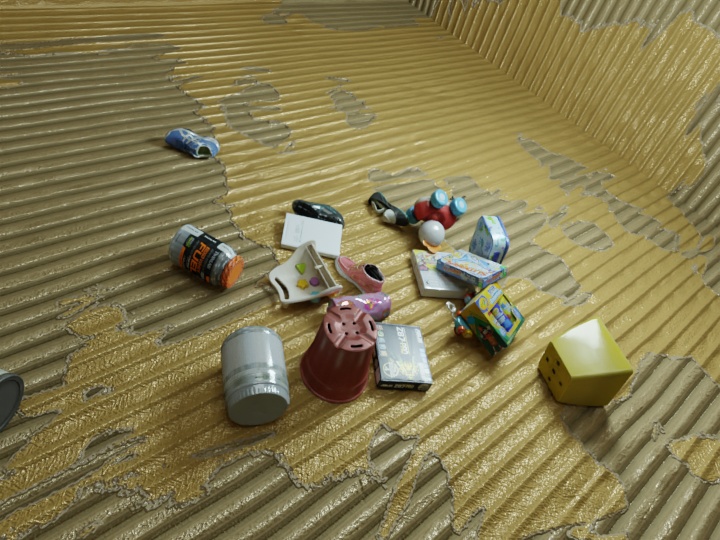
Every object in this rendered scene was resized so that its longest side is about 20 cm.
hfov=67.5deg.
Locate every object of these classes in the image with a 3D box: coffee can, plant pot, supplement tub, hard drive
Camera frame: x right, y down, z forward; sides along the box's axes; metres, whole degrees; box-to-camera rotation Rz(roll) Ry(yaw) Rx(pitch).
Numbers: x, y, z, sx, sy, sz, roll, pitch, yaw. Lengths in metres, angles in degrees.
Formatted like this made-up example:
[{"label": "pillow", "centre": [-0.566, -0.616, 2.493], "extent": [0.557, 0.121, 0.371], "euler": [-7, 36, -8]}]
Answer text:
[{"label": "coffee can", "centre": [-0.839, 0.250, 1.118], "extent": [0.196, 0.148, 0.148], "euler": [22, 43, 1]}, {"label": "plant pot", "centre": [-0.047, 0.211, 1.427], "extent": [0.196, 0.198, 0.204], "euler": [11, 44, -11]}, {"label": "supplement tub", "centre": [-0.447, -0.038, 1.570], "extent": [0.197, 0.124, 0.123], "euler": [27, 43, 7]}, {"label": "plant pot", "centre": [0.662, 0.291, 1.637], "extent": [0.172, 0.203, 0.203], "euler": [-8, 49, -13]}, {"label": "hard drive", "centre": [-0.163, -0.117, 1.812], "extent": [0.195, 0.026, 0.134], "euler": [12, 55, -10]}]

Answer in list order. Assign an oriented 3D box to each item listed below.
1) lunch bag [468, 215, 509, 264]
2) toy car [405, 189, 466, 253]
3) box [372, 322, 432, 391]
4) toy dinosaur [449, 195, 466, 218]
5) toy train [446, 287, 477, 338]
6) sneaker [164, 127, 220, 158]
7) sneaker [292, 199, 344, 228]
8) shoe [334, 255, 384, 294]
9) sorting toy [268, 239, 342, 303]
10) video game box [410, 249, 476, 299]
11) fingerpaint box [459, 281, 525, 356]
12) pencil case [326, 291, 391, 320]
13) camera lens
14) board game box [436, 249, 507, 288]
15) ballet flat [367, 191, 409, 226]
[{"label": "lunch bag", "centre": [0.450, -0.076, 1.897], "extent": [0.080, 0.203, 0.163], "euler": [1, 44, -10]}, {"label": "toy car", "centre": [0.270, -0.150, 1.935], "extent": [0.174, 0.183, 0.205], "euler": [15, 66, -29]}, {"label": "box", "centre": [0.113, 0.248, 1.560], "extent": [0.157, 0.050, 0.203], "euler": [9, 44, -17]}, {"label": "toy dinosaur", "centre": [0.365, -0.235, 2.129], "extent": [0.198, 0.077, 0.103], "euler": [-27, 73, -44]}, {"label": "toy train", "centre": [0.335, 0.143, 1.723], "extent": [0.198, 0.056, 0.152], "euler": [-14, 69, -49]}, {"label": "sneaker", "centre": [-0.611, -0.459, 1.952], "extent": [0.195, 0.077, 0.078], "euler": [8, 40, -11]}, {"label": "sneaker", "centre": [-0.147, -0.199, 1.893], "extent": [0.196, 0.076, 0.080], "euler": [24, 32, -10]}, {"label": "shoe", "centre": [0.000, 0.000, 1.727], "extent": [0.071, 0.092, 0.200], "euler": [-26, 61, -38]}, {"label": "sorting toy", "centre": [-0.179, 0.031, 1.632], "extent": [0.176, 0.108, 0.202], "euler": [-17, 55, -24]}, {"label": "video game box", "centre": [0.282, 0.013, 1.858], "extent": [0.195, 0.047, 0.185], "euler": [5, 47, -17]}, {"label": "fingerpaint box", "centre": [0.422, 0.143, 1.705], "extent": [0.168, 0.073, 0.199], "euler": [53, 38, 4]}, {"label": "pencil case", "centre": [-0.003, 0.114, 1.625], "extent": [0.196, 0.088, 0.088], "euler": [-7, 49, -28]}, {"label": "camera lens", "centre": [-0.262, 0.253, 1.328], "extent": [0.156, 0.162, 0.203], "euler": [1, 47, -20]}, {"label": "board game box", "centre": [0.369, -0.008, 1.799], "extent": [0.134, 0.035, 0.198], "euler": [-21, 33, -37]}, {"label": "ballet flat", "centre": [0.097, -0.218, 2.006], "extent": [0.067, 0.069, 0.200], "euler": [-26, 50, -26]}]
